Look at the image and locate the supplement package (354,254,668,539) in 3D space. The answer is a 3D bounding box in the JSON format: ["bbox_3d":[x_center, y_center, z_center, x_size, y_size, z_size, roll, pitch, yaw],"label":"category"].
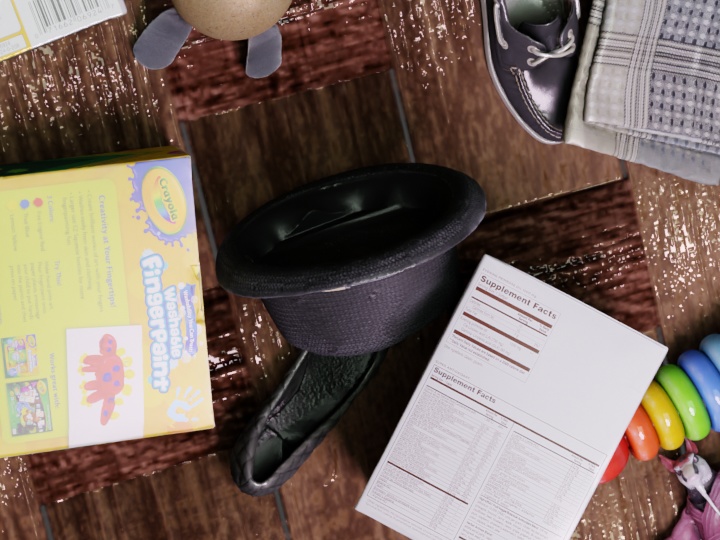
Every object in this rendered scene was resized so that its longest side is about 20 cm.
[{"bbox_3d":[0.109,0.110,1.607,0.147,0.191,0.200,27,91,4],"label":"supplement package"}]

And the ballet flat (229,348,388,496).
[{"bbox_3d":[-0.026,0.085,1.651,0.066,0.057,0.200,35,84,-14],"label":"ballet flat"}]

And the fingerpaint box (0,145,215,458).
[{"bbox_3d":[-0.198,0.020,1.585,0.166,0.073,0.201,-8,102,-14],"label":"fingerpaint box"}]

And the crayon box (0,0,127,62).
[{"bbox_3d":[-0.257,-0.251,1.535,0.125,0.052,0.201,-23,105,-11],"label":"crayon box"}]

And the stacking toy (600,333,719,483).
[{"bbox_3d":[0.248,0.107,1.729,0.200,0.085,0.086,-29,106,-3],"label":"stacking toy"}]

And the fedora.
[{"bbox_3d":[0.000,0.000,1.589,0.200,0.201,0.092,-22,117,-11],"label":"fedora"}]

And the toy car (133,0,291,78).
[{"bbox_3d":[-0.091,-0.226,1.566,0.164,0.158,0.200,5,126,-13],"label":"toy car"}]

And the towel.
[{"bbox_3d":[0.252,-0.170,1.678,0.192,0.035,0.201,9,98,-34],"label":"towel"}]

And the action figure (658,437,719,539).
[{"bbox_3d":[0.309,0.215,1.747,0.149,0.134,0.200,-16,75,-48],"label":"action figure"}]

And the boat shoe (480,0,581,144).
[{"bbox_3d":[0.131,-0.188,1.650,0.074,0.060,0.201,-17,103,-14],"label":"boat shoe"}]
